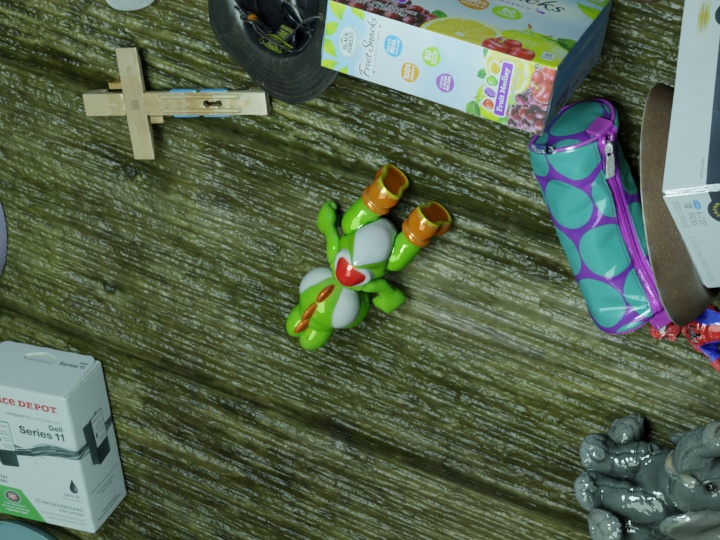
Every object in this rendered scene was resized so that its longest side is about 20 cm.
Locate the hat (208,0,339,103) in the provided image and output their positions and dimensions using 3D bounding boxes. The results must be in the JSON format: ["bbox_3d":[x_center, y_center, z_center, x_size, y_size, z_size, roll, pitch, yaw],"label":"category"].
[{"bbox_3d":[-0.055,-0.256,1.421,0.200,0.081,0.202,26,129,37],"label":"hat"}]

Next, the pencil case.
[{"bbox_3d":[0.217,-0.046,1.420,0.092,0.085,0.201,19,138,59],"label":"pencil case"}]

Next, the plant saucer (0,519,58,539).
[{"bbox_3d":[-0.429,0.401,2.087,0.198,0.027,0.202,13,125,19],"label":"plant saucer"}]

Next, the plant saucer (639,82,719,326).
[{"bbox_3d":[0.271,-0.056,1.314,0.034,0.201,0.202,-5,118,23],"label":"plant saucer"}]

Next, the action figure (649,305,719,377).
[{"bbox_3d":[0.346,0.063,1.421,0.198,0.099,0.066,-1,119,31],"label":"action figure"}]

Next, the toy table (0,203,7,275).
[{"bbox_3d":[-0.482,-0.018,1.783,0.182,0.117,0.201,16,127,18],"label":"toy table"}]

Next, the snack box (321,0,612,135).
[{"bbox_3d":[0.091,-0.200,1.332,0.198,0.169,0.068,21,125,16],"label":"snack box"}]

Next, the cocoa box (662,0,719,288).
[{"bbox_3d":[0.320,-0.107,1.231,0.130,0.201,0.134,-5,144,27],"label":"cocoa box"}]

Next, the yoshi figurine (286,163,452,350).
[{"bbox_3d":[0.001,-0.008,1.572,0.111,0.113,0.200,18,123,-37],"label":"yoshi figurine"}]

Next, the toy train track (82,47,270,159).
[{"bbox_3d":[-0.180,-0.170,1.585,0.198,0.033,0.116,2,114,20],"label":"toy train track"}]

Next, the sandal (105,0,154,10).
[{"bbox_3d":[-0.213,-0.333,1.477,0.050,0.082,0.204,62,145,38],"label":"sandal"}]

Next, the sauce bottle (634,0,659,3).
[{"bbox_3d":[0.212,-0.253,1.303,0.198,0.065,0.065,13,126,18],"label":"sauce bottle"}]

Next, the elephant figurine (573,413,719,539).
[{"bbox_3d":[0.312,0.202,1.496,0.199,0.155,0.143,-12,92,42],"label":"elephant figurine"}]

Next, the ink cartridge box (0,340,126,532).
[{"bbox_3d":[-0.370,0.196,1.885,0.145,0.083,0.202,8,123,22],"label":"ink cartridge box"}]
